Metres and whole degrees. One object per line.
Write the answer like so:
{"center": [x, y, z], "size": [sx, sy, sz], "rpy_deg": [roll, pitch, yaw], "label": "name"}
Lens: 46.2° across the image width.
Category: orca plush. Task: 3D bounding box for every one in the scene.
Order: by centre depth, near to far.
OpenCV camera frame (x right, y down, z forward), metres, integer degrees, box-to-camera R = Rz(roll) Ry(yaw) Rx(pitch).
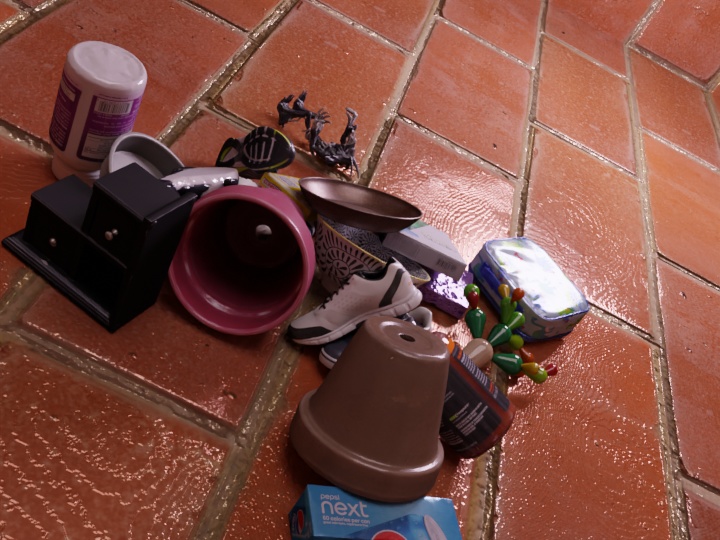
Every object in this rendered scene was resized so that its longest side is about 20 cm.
{"center": [-0.234, -0.104, 1.218], "size": [0.105, 0.071, 0.200], "rpy_deg": [7, 14, 4], "label": "orca plush"}

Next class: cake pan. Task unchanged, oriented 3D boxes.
{"center": [-0.298, -0.101, 1.215], "size": [0.200, 0.037, 0.201], "rpy_deg": [46, 30, -36], "label": "cake pan"}

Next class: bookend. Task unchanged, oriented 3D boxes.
{"center": [-0.337, -0.063, 1.079], "size": [0.198, 0.200, 0.092], "rpy_deg": [37, 37, 8], "label": "bookend"}

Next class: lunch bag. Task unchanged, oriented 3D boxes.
{"center": [0.295, 0.031, 1.507], "size": [0.160, 0.083, 0.200], "rpy_deg": [-8, 52, -42], "label": "lunch bag"}

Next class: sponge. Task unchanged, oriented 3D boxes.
{"center": [0.098, 0.000, 1.450], "size": [0.199, 0.030, 0.112], "rpy_deg": [26, 36, -5], "label": "sponge"}

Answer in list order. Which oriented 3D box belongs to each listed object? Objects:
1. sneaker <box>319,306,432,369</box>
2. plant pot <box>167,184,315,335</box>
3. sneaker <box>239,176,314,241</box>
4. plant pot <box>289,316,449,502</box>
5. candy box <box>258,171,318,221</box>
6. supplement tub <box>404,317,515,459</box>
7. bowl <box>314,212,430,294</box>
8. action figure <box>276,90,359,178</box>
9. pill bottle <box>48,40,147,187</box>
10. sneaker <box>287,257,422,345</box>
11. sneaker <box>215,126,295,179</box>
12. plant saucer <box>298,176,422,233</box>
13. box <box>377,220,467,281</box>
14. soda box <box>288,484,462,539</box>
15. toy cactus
{"center": [0.026, 0.094, 1.240], "size": [0.199, 0.080, 0.078], "rpy_deg": [-8, 31, -43], "label": "sneaker"}
{"center": [-0.154, -0.035, 1.197], "size": [0.199, 0.201, 0.179], "rpy_deg": [28, 21, -4], "label": "plant pot"}
{"center": [-0.167, -0.081, 1.326], "size": [0.199, 0.077, 0.081], "rpy_deg": [23, 43, -9], "label": "sneaker"}
{"center": [0.030, 0.157, 1.056], "size": [0.199, 0.175, 0.200], "rpy_deg": [18, 16, -5], "label": "plant pot"}
{"center": [-0.084, -0.117, 1.399], "size": [0.102, 0.026, 0.200], "rpy_deg": [43, 14, 14], "label": "candy box"}
{"center": [0.115, 0.159, 1.177], "size": [0.200, 0.107, 0.107], "rpy_deg": [47, 36, -6], "label": "supplement tub"}
{"center": [0.000, 0.000, 1.306], "size": [0.200, 0.094, 0.201], "rpy_deg": [29, 11, -6], "label": "bowl"}
{"center": [-0.064, -0.262, 1.583], "size": [0.200, 0.102, 0.119], "rpy_deg": [42, 26, 17], "label": "action figure"}
{"center": [-0.386, -0.218, 1.223], "size": [0.112, 0.200, 0.113], "rpy_deg": [19, 38, -16], "label": "pill bottle"}
{"center": [-0.017, 0.043, 1.204], "size": [0.074, 0.199, 0.080], "rpy_deg": [-95, 162, -69], "label": "sneaker"}
{"center": [-0.158, -0.186, 1.384], "size": [0.081, 0.074, 0.200], "rpy_deg": [16, -6, -36], "label": "sneaker"}
{"center": [-0.003, -0.098, 1.310], "size": [0.199, 0.037, 0.200], "rpy_deg": [14, 16, -4], "label": "plant saucer"}
{"center": [0.094, -0.053, 1.425], "size": [0.144, 0.036, 0.200], "rpy_deg": [25, 13, -12], "label": "box"}
{"center": [0.020, 0.310, 1.010], "size": [0.199, 0.064, 0.068], "rpy_deg": [12, 40, -23], "label": "soda box"}
{"center": [0.220, 0.114, 1.354], "size": [0.165, 0.102, 0.200], "rpy_deg": [-32, 88, -33], "label": "toy cactus"}
